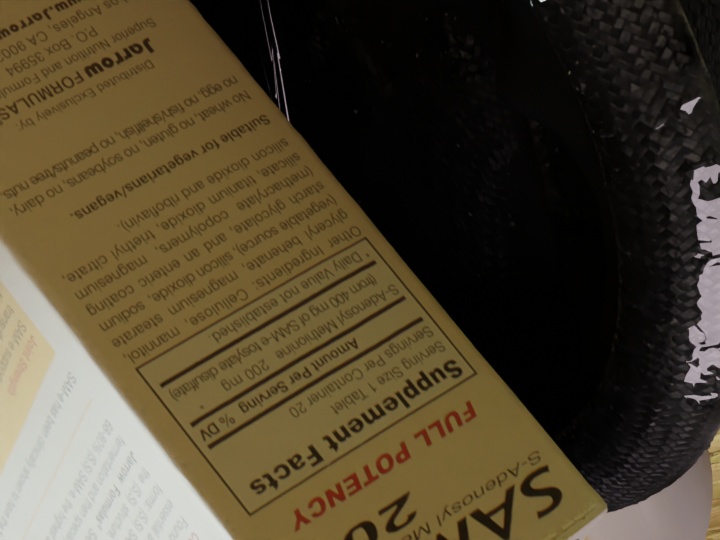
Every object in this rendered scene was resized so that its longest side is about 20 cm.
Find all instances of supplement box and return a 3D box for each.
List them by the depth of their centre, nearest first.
[{"bbox_3d":[-0.055,0.017,0.567,0.073,0.200,0.126,-30,164,-33],"label":"supplement box"}]

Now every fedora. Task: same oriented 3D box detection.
[{"bbox_3d":[0.027,-0.047,0.577,0.092,0.201,0.201,-40,-178,-33],"label":"fedora"}]

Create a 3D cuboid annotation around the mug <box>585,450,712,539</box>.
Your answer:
[{"bbox_3d":[0.059,0.081,1.044,0.149,0.187,0.153,7,160,11],"label":"mug"}]
